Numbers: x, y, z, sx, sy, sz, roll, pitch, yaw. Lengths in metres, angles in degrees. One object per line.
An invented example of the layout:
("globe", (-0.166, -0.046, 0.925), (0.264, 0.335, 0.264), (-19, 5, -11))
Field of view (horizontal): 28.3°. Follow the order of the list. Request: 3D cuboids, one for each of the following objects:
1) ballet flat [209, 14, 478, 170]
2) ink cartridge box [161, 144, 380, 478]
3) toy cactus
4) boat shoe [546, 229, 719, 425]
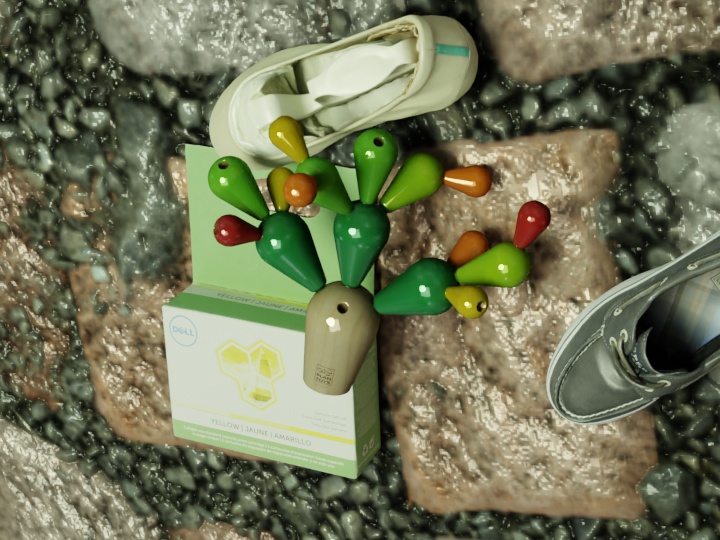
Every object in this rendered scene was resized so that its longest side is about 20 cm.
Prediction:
("ballet flat", (-0.026, -0.105, 0.847), (0.199, 0.069, 0.070), (-18, 103, 32))
("ink cartridge box", (-0.060, 0.027, 0.938), (0.145, 0.048, 0.201), (10, 118, 24))
("toy cactus", (0.000, 0.000, 0.842), (0.198, 0.102, 0.166), (12, 114, -4))
("boat shoe", (0.175, 0.036, 0.804), (0.200, 0.066, 0.070), (-36, 93, 35))
